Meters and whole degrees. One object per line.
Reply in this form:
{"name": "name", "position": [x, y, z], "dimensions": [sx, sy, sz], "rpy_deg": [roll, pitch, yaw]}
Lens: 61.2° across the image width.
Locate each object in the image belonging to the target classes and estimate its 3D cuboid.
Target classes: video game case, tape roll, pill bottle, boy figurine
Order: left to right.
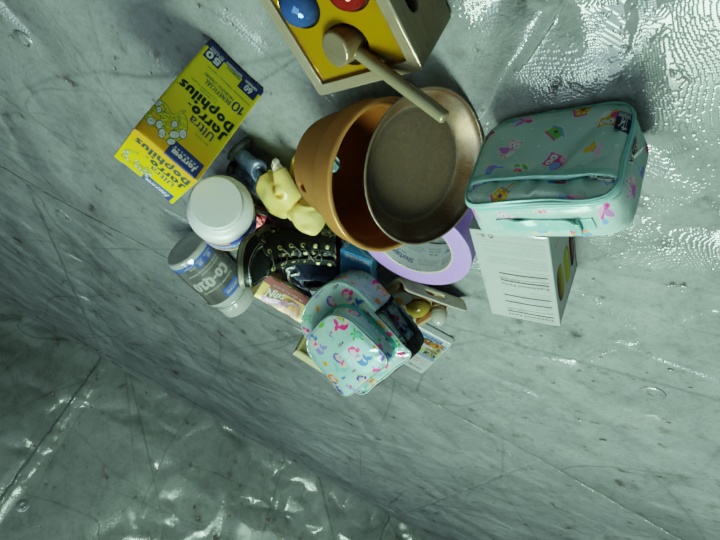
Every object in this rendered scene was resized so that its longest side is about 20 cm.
{"name": "pill bottle", "position": [-0.341, 0.012, 1.413], "dimensions": [0.113, 0.115, 0.201], "rpy_deg": [-1, 140, 40]}
{"name": "pill bottle", "position": [-0.235, -0.098, 1.036], "dimensions": [0.111, 0.113, 0.200], "rpy_deg": [30, 174, -4]}
{"name": "boy figurine", "position": [-0.138, -0.140, 1.029], "dimensions": [0.199, 0.065, 0.125], "rpy_deg": [37, 150, 8]}
{"name": "video game case", "position": [0.111, 0.162, 1.368], "dimensions": [0.142, 0.018, 0.201], "rpy_deg": [28, 150, 1]}
{"name": "tape roll", "position": [0.096, -0.064, 0.992], "dimensions": [0.197, 0.066, 0.201], "rpy_deg": [21, 148, 13]}

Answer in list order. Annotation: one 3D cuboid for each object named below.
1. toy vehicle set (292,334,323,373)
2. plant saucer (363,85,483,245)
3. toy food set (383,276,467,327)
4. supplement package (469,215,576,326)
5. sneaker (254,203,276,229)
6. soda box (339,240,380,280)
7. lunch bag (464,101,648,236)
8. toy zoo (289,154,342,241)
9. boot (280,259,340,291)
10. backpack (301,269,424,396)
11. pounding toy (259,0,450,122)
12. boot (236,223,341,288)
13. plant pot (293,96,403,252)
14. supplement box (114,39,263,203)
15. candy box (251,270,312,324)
{"name": "toy vehicle set", "position": [-0.039, 0.115, 1.238], "dimensions": [0.123, 0.202, 0.027], "rpy_deg": [33, 149, -8]}
{"name": "plant saucer", "position": [0.078, -0.136, 0.791], "dimensions": [0.037, 0.201, 0.201], "rpy_deg": [29, 161, 51]}
{"name": "toy food set", "position": [0.089, 0.091, 1.168], "dimensions": [0.142, 0.061, 0.200], "rpy_deg": [18, 143, -26]}
{"name": "supplement package", "position": [0.241, -0.029, 0.878], "dimensions": [0.108, 0.115, 0.201], "rpy_deg": [9, 146, 30]}
{"name": "sneaker", "position": [-0.223, -0.115, 1.188], "dimensions": [0.086, 0.075, 0.200], "rpy_deg": [-15, 137, 36]}
{"name": "soda box", "position": [0.000, 0.000, 1.163], "dimensions": [0.063, 0.068, 0.201], "rpy_deg": [20, 149, 9]}
{"name": "lunch bag", "position": [0.228, -0.113, 0.713], "dimensions": [0.198, 0.162, 0.077], "rpy_deg": [1, 141, 40]}
{"name": "toy zoo", "position": [-0.068, -0.130, 1.069], "dimensions": [0.130, 0.021, 0.201], "rpy_deg": [28, 149, 1]}
{"name": "boot", "position": [-0.132, -0.016, 1.169], "dimensions": [0.196, 0.092, 0.073], "rpy_deg": [6, 147, 0]}
{"name": "backpack", "position": [-0.011, 0.109, 1.087], "dimensions": [0.177, 0.150, 0.201], "rpy_deg": [-43, 81, 35]}
{"name": "pounding toy", "position": [0.003, -0.274, 0.672], "dimensions": [0.182, 0.143, 0.201], "rpy_deg": [0, 140, 40]}
{"name": "boot", "position": [-0.119, -0.029, 1.046], "dimensions": [0.151, 0.204, 0.075], "rpy_deg": [2, 113, 8]}
{"name": "plant pot", "position": [-0.001, -0.141, 0.848], "dimensions": [0.139, 0.201, 0.201], "rpy_deg": [23, 157, 49]}
{"name": "supplement box", "position": [-0.252, -0.220, 0.905], "dimensions": [0.109, 0.202, 0.109], "rpy_deg": [40, 148, -22]}
{"name": "candy box", "position": [-0.168, 0.027, 1.241], "dimensions": [0.116, 0.057, 0.200], "rpy_deg": [33, -176, -22]}
